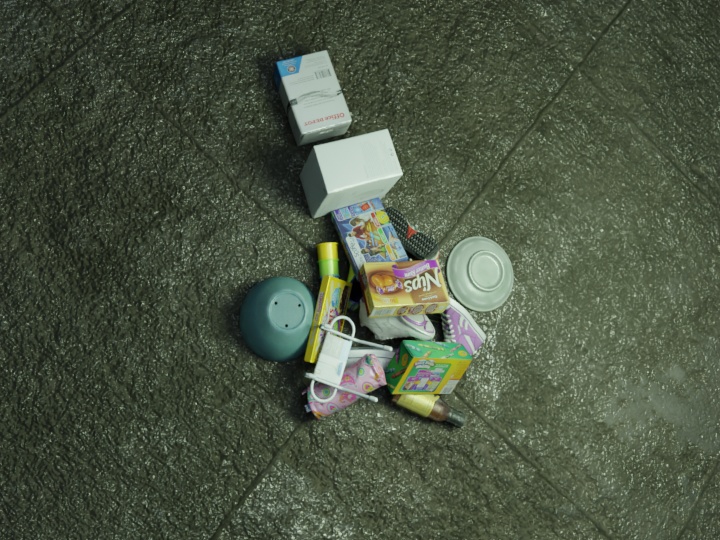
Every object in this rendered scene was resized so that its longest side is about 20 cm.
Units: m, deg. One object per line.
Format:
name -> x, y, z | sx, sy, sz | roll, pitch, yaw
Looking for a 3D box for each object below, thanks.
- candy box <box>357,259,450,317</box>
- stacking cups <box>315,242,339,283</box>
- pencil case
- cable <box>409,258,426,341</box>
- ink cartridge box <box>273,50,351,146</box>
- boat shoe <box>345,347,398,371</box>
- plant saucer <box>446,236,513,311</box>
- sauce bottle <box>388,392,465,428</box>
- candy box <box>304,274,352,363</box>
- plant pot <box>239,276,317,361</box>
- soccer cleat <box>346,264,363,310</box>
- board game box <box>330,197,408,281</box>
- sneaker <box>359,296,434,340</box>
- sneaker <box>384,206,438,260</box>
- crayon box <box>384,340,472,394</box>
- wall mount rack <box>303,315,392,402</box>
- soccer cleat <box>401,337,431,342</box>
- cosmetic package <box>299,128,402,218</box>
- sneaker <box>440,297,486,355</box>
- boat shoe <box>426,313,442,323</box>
candy box -> 0.101, 0.041, 1.559 | 0.195, 0.057, 0.119 | -3, 60, -19
stacking cups -> -0.074, 0.036, 1.653 | 0.059, 0.060, 0.206 | -4, 85, -16
pencil case -> -0.037, 0.271, 1.561 | 0.197, 0.087, 0.089 | -29, 86, 8
cable -> 0.133, 0.069, 1.630 | 0.095, 0.050, 0.205 | 10, 68, -14
ink cartridge box -> -0.125, -0.441, 1.717 | 0.142, 0.084, 0.204 | -18, 83, -17
boat shoe -> 0.034, 0.224, 1.630 | 0.194, 0.074, 0.067 | 1, 91, 3
plant saucer -> 0.324, 0.005, 1.768 | 0.195, 0.050, 0.206 | 3, 78, -15
sauce bottle -> 0.165, 0.332, 1.649 | 0.197, 0.066, 0.067 | 27, 73, -11
candy box -> -0.074, 0.119, 1.569 | 0.101, 0.026, 0.205 | 20, 81, -54
plant pot -> -0.181, 0.105, 1.562 | 0.195, 0.135, 0.206 | 3, 78, -14
soccer cleat -> 0.001, 0.001, 1.660 | 0.063, 0.084, 0.205 | 15, 75, -11
board game box -> 0.020, -0.080, 1.653 | 0.132, 0.035, 0.203 | -16, 58, -12
sneaker -> 0.086, 0.129, 1.602 | 0.196, 0.102, 0.075 | 22, 31, 20
sneaker -> 0.123, -0.081, 1.724 | 0.199, 0.094, 0.071 | 38, 80, 23
crayon box -> 0.161, 0.234, 1.604 | 0.196, 0.120, 0.059 | 7, 33, -36
wall mount rack -> -0.031, 0.207, 1.501 | 0.170, 0.074, 0.204 | 20, 77, -10
soccer cleat -> 0.103, 0.116, 1.679 | 0.201, 0.065, 0.083 | 50, 45, 2
cosmetic package -> -0.030, -0.235, 1.640 | 0.196, 0.199, 0.126 | -18, 83, -19
sneaker -> 0.228, 0.150, 1.673 | 0.114, 0.072, 0.201 | -46, 115, -8
boat shoe -> 0.161, 0.070, 1.702 | 0.198, 0.061, 0.073 | 31, 72, -7
